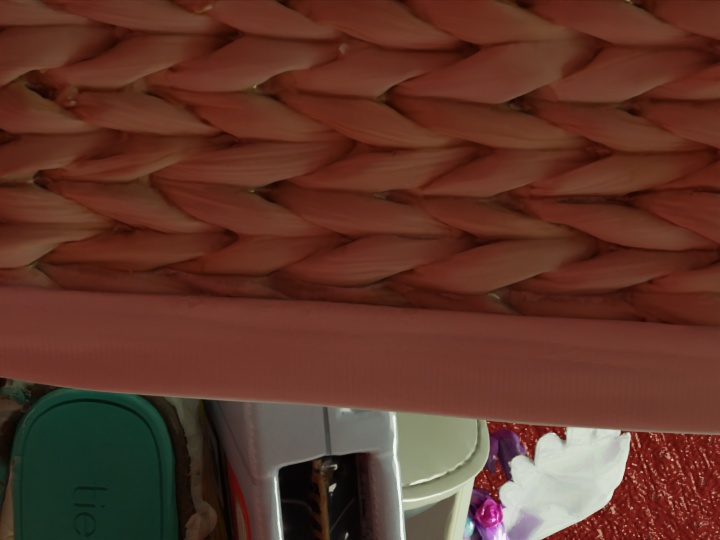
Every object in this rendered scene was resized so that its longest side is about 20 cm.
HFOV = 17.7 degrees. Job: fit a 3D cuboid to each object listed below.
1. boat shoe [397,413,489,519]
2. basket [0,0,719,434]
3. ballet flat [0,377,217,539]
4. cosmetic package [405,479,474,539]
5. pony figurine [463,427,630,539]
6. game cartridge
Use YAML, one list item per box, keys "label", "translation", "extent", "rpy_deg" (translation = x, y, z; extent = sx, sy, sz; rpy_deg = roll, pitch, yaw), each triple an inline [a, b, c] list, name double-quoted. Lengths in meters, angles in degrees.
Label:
- label: "boat shoe"
  translation: [-0.001, 0.049, 0.782]
  extent: [0.063, 0.073, 0.200]
  rpy_deg: [-46, -174, 18]
- label: "basket"
  translation: [0.011, -0.056, 0.459]
  extent: [0.136, 0.199, 0.124]
  rpy_deg: [-70, 163, -63]
- label: "ballet flat"
  translation: [-0.070, 0.112, 0.545]
  extent: [0.064, 0.075, 0.201]
  rpy_deg: [-145, -114, -80]
- label: "cosmetic package"
  translation: [-0.002, 0.100, 1.042]
  extent: [0.200, 0.103, 0.073]
  rpy_deg: [-76, 172, -52]
- label: "pony figurine"
  translation: [0.051, 0.136, 1.202]
  extent: [0.166, 0.200, 0.193]
  rpy_deg: [-34, 145, -14]
- label: "game cartridge"
  translation: [-0.019, 0.070, 0.575]
  extent: [0.133, 0.041, 0.201]
  rpy_deg: [-115, -161, -64]
